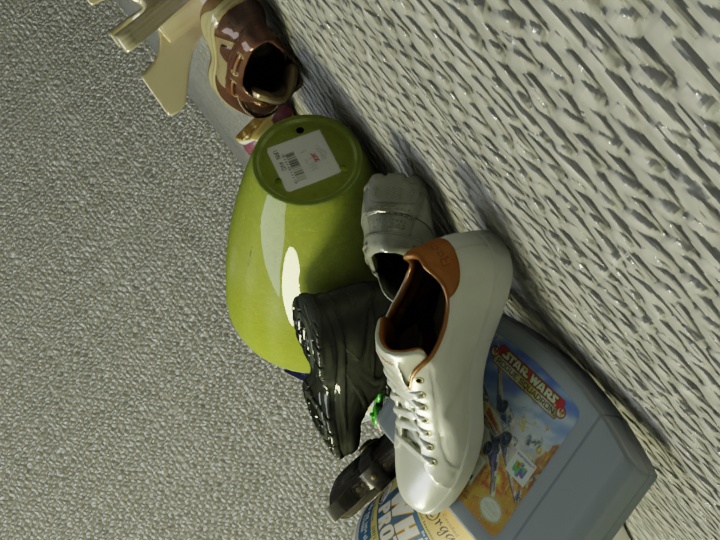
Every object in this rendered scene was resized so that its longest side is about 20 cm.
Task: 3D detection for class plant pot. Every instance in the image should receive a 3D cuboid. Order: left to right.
[{"bbox_3d":[-0.042,-0.037,0.874,0.188,0.186,0.201,50,161,25],"label":"plant pot"}]

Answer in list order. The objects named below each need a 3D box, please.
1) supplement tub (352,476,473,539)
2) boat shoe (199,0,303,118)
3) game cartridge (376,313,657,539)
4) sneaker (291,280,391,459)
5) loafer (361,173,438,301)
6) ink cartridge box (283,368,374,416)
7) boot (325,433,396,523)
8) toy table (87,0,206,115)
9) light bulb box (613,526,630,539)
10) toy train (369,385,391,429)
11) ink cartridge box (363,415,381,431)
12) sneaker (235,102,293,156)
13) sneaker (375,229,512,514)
[{"bbox_3d":[0.096,0.200,0.789,0.143,0.201,0.146,23,-143,-19],"label":"supplement tub"},{"bbox_3d":[-0.089,-0.173,0.860,0.072,0.072,0.200,52,170,13],"label":"boat shoe"},{"bbox_3d":[0.101,0.112,0.674,0.041,0.135,0.200,13,-158,-43],"label":"game cartridge"},{"bbox_3d":[-0.005,0.091,0.856,0.202,0.089,0.076,89,155,-47],"label":"sneaker"},{"bbox_3d":[0.035,-0.004,0.773,0.200,0.069,0.071,60,-145,-63],"label":"loafer"},{"bbox_3d":[0.024,0.115,1.196,0.198,0.047,0.198,30,-157,-1],"label":"ink cartridge box"},{"bbox_3d":[0.050,0.145,0.919,0.069,0.174,0.199,47,-156,10],"label":"boot"},{"bbox_3d":[-0.203,-0.266,1.004,0.201,0.116,0.184,54,175,-10],"label":"toy table"},{"bbox_3d":[0.157,0.219,1.008,0.200,0.124,0.199,47,173,45],"label":"light bulb box"},{"bbox_3d":[0.034,0.076,1.042,0.057,0.041,0.203,-113,26,-65],"label":"toy train"},{"bbox_3d":[0.033,0.147,1.286,0.110,0.198,0.051,56,141,25],"label":"ink cartridge box"},{"bbox_3d":[-0.088,-0.145,1.122,0.090,0.075,0.200,45,-177,-9],"label":"sneaker"},{"bbox_3d":[0.036,0.071,0.640,0.072,0.084,0.203,29,117,47],"label":"sneaker"}]
